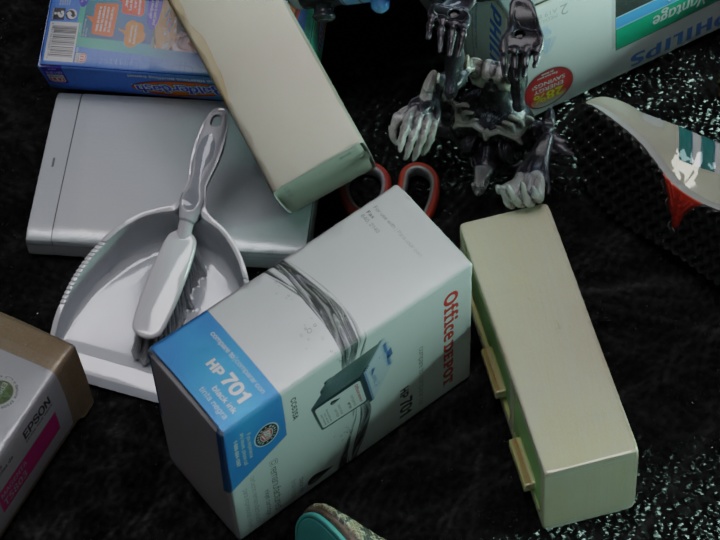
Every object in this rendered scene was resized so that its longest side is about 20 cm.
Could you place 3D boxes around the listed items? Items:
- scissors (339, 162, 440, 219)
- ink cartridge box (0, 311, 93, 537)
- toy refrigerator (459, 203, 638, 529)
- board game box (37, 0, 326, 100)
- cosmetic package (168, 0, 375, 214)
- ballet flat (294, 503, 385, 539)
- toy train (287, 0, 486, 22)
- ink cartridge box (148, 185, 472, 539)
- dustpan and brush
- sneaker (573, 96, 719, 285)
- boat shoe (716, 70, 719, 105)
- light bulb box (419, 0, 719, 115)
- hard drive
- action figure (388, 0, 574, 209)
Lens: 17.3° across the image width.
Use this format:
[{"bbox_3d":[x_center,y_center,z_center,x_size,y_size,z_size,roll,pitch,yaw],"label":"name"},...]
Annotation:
[{"bbox_3d":[0.000,0.000,1.648,0.073,0.014,0.200,13,56,10],"label":"scissors"},{"bbox_3d":[-0.297,0.112,1.556,0.164,0.075,0.200,21,59,18],"label":"ink cartridge box"},{"bbox_3d":[0.119,0.062,1.562,0.070,0.076,0.200,-14,57,-6],"label":"toy refrigerator"},{"bbox_3d":[-0.123,-0.202,1.725,0.199,0.045,0.152,5,73,10],"label":"board game box"},{"bbox_3d":[-0.070,-0.147,1.622,0.073,0.104,0.200,-28,80,1],"label":"cosmetic package"},{"bbox_3d":[0.029,0.229,1.467,0.075,0.068,0.200,-7,56,-36],"label":"ballet flat"},{"bbox_3d":[0.026,-0.234,1.619,0.199,0.087,0.115,-5,83,17],"label":"toy train"},{"bbox_3d":[-0.028,0.059,1.530,0.200,0.147,0.086,-33,62,-17],"label":"ink cartridge box"},{"bbox_3d":[-0.123,-0.014,1.615,0.139,0.057,0.200,14,69,12],"label":"dustpan and brush"},{"bbox_3d":[0.239,-0.060,1.653,0.093,0.070,0.200,-24,51,-37],"label":"sneaker"},{"bbox_3d":[0.292,-0.097,1.608,0.072,0.200,0.068,5,97,-15],"label":"boat shoe"},{"bbox_3d":[0.144,-0.247,1.740,0.198,0.125,0.200,-26,57,-12],"label":"light bulb box"},{"bbox_3d":[-0.129,-0.065,1.694,0.199,0.027,0.132,4,56,6],"label":"hard drive"},{"bbox_3d":[0.080,-0.101,1.603,0.119,0.200,0.102,17,63,14],"label":"action figure"}]
